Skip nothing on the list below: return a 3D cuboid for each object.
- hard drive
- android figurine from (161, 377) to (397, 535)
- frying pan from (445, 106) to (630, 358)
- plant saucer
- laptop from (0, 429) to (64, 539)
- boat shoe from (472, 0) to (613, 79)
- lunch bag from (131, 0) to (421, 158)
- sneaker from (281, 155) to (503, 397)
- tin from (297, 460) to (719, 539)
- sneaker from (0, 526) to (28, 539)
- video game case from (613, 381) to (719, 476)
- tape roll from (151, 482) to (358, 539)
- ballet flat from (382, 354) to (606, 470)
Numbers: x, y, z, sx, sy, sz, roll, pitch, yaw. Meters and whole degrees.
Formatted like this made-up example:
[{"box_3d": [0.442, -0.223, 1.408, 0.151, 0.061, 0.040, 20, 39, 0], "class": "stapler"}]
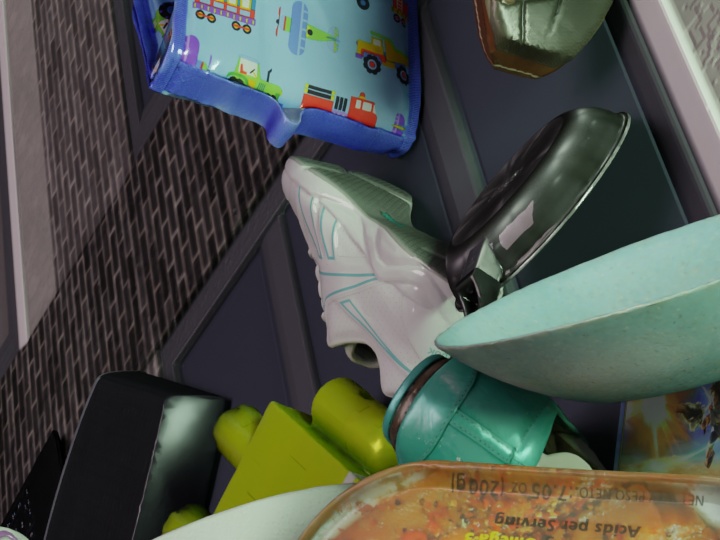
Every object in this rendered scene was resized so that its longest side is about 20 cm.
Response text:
[{"box_3d": [-0.149, 0.164, 1.207, 0.134, 0.042, 0.202, 10, 85, 57], "class": "hard drive"}, {"box_3d": [-0.031, 0.147, 0.979, 0.200, 0.041, 0.183, 32, 97, 52], "class": "android figurine"}, {"box_3d": [0.054, -0.003, 0.854, 0.190, 0.031, 0.115, -52, 7, -23], "class": "frying pan"}, {"box_3d": [0.124, 0.008, 0.673, 0.200, 0.200, 0.039, -14, 97, 59], "class": "plant saucer"}, {"box_3d": [-0.280, 0.230, 1.354, 0.201, 0.103, 0.178, -58, 32, 28], "class": "laptop"}, {"box_3d": [0.082, -0.180, 0.946, 0.074, 0.075, 0.202, 137, 144, -58], "class": "boat shoe"}, {"box_3d": [-0.044, -0.149, 1.067, 0.094, 0.149, 0.201, -48, 37, 40], "class": "lunch bag"}, {"box_3d": [0.000, 0.000, 0.997, 0.200, 0.070, 0.081, 48, 121, 58], "class": "sneaker"}, {"box_3d": [0.065, 0.124, 0.638, 0.198, 0.042, 0.113, 2, 62, 24], "class": "tin"}, {"box_3d": [-0.208, 0.225, 0.969, 0.099, 0.074, 0.202, -9, 68, 61], "class": "sneaker"}, {"box_3d": [0.157, 0.111, 0.672, 0.199, 0.045, 0.183, -14, 65, 59], "class": "video game case"}, {"box_3d": [-0.033, 0.194, 0.768, 0.203, 0.201, 0.140, -49, 54, 38], "class": "tape roll"}, {"box_3d": [0.064, 0.083, 0.773, 0.070, 0.200, 0.068, 35, 88, 21], "class": "ballet flat"}]
